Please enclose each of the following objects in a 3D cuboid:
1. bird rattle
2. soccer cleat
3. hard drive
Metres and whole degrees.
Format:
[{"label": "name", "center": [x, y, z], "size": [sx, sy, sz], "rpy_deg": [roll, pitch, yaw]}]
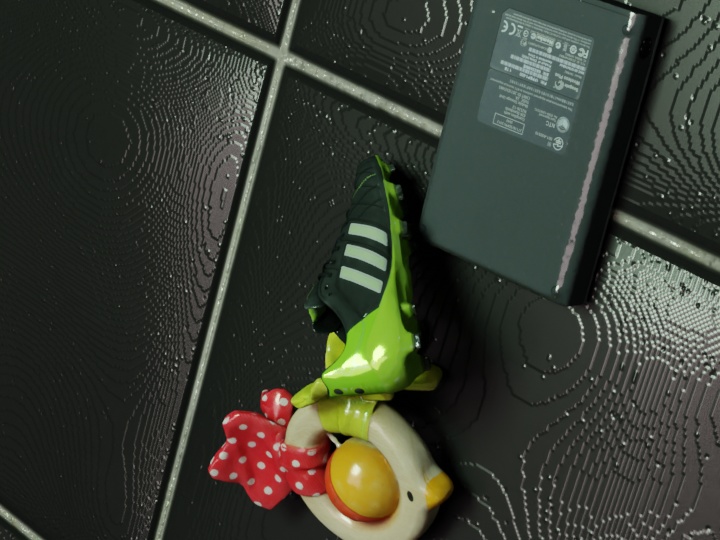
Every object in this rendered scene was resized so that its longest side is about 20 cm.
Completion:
[{"label": "bird rattle", "center": [-0.017, 0.138, 1.345], "size": [0.163, 0.112, 0.200], "rpy_deg": [50, 127, 8]}, {"label": "soccer cleat", "center": [0.000, 0.000, 1.288], "size": [0.080, 0.068, 0.201], "rpy_deg": [-11, 50, 9]}, {"label": "hard drive", "center": [0.117, -0.093, 1.249], "size": [0.139, 0.033, 0.202], "rpy_deg": [26, 110, 37]}]
